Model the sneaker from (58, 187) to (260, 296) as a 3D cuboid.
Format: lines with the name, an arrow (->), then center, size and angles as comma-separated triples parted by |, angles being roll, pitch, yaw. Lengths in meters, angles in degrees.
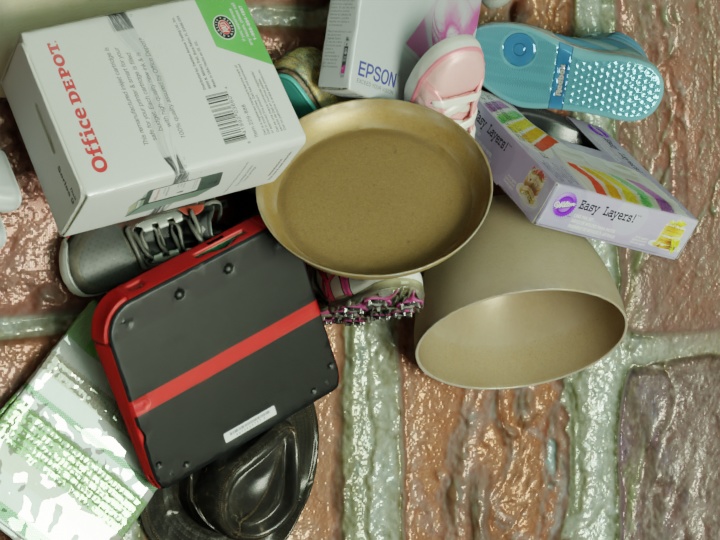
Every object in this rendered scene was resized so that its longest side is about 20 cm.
sneaker -> -0.162, -0.038, 1.427 | 0.199, 0.082, 0.078 | -29, 109, -29

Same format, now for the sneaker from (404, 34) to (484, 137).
sneaker -> 0.082, -0.111, 1.506 | 0.075, 0.105, 0.201 | -14, 147, -30

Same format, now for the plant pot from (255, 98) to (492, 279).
plant pot -> 0.012, -0.065, 1.415 | 0.200, 0.200, 0.028 | -38, 149, -25

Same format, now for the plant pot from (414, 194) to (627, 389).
plant pot -> 0.142, 0.008, 1.587 | 0.199, 0.200, 0.135 | 14, 55, -33

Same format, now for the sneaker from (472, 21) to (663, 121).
sneaker -> 0.198, -0.205, 1.663 | 0.199, 0.131, 0.080 | 17, 110, 1

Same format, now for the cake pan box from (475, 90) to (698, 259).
cake pan box -> 0.199, -0.095, 1.605 | 0.183, 0.200, 0.053 | 15, 115, -33

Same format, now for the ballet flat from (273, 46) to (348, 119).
ballet flat -> -0.015, -0.115, 1.533 | 0.071, 0.071, 0.201 | -40, 114, -24

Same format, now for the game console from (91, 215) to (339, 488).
game console -> -0.119, 0.065, 1.416 | 0.199, 0.031, 0.178 | -28, 118, -25

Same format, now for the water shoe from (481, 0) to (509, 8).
water shoe -> 0.178, -0.338, 1.635 | 0.079, 0.071, 0.201 | 26, 80, -34

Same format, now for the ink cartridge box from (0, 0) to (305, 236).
ink cartridge box -> -0.167, -0.128, 1.339 | 0.199, 0.084, 0.147 | -16, 75, -30

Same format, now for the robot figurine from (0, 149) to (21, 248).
robot figurine -> -0.362, -0.061, 1.274 | 0.199, 0.113, 0.170 | 3, 126, -33

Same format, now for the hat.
hat -> -0.099, 0.176, 1.486 | 0.199, 0.081, 0.202 | -2, 94, -33

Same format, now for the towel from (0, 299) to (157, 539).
towel -> -0.233, 0.146, 1.414 | 0.149, 0.031, 0.200 | 43, 68, -15

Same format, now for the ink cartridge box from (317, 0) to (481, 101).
ink cartridge box -> 0.044, -0.243, 1.534 | 0.196, 0.043, 0.202 | 9, 89, -55

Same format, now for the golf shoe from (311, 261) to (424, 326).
golf shoe -> 0.000, 0.000, 1.470 | 0.072, 0.200, 0.093 | 5, 85, -21

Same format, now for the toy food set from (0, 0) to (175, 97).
toy food set -> -0.232, -0.234, 1.389 | 0.199, 0.060, 0.145 | -18, 115, -30
